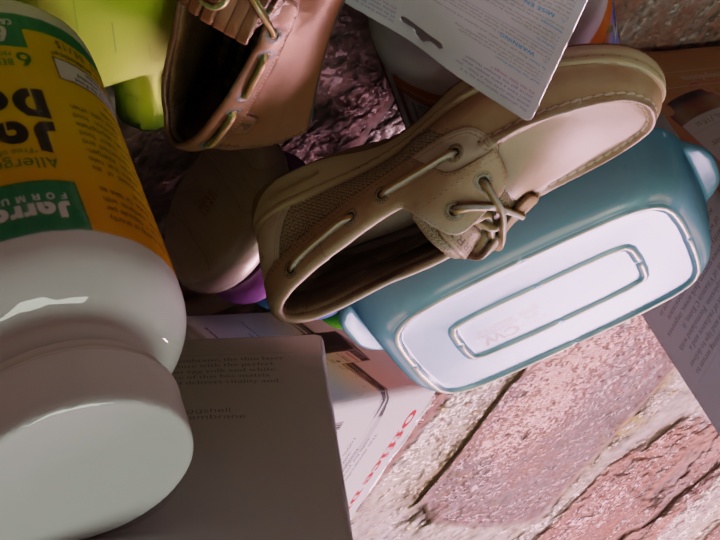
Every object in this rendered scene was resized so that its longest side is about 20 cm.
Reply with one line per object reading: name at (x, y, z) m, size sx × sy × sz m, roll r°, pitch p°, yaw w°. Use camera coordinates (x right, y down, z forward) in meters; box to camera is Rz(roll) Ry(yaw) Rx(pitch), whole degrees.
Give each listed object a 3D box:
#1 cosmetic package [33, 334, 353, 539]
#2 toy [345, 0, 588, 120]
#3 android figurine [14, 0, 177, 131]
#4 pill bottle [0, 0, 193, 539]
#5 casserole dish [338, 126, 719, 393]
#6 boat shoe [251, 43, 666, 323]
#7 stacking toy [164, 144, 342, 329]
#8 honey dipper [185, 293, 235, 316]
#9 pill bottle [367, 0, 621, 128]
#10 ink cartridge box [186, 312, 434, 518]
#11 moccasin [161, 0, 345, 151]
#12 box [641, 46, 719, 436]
cosmetic package at (-0.107, 0.122, 0.706) m, size 0.199 × 0.200 × 0.123 m, roll -1°, pitch 114°, yaw -4°
toy at (0.052, -0.155, 0.628) m, size 0.047 × 0.115 × 0.200 m, roll -50°, pitch 170°, yaw -29°
android figurine at (-0.123, -0.125, 0.700) m, size 0.182 × 0.041 × 0.200 m, roll -17°, pitch 146°, yaw -16°
pill bottle at (-0.131, -0.001, 0.638) m, size 0.113 × 0.200 × 0.113 m, roll -15°, pitch 142°, yaw -12°
casserole dish at (0.086, 0.003, 0.819) m, size 0.200 × 0.039 × 0.121 m, roll -25°, pitch 144°, yaw 11°
boat shoe at (0.044, -0.033, 0.735) m, size 0.200 × 0.065 × 0.071 m, roll -25°, pitch 142°, yaw 24°
stacking toy at (0.000, 0.000, 0.876) m, size 0.200 × 0.085 × 0.085 m, roll 24°, pitch 121°, yaw -36°
honey dipper at (-0.072, 0.014, 0.924) m, size 0.200 × 0.038 × 0.038 m, roll -23°, pitch 146°, yaw -3°
pill bottle at (0.078, -0.079, 0.834) m, size 0.112 × 0.112 × 0.200 m, roll -27°, pitch 146°, yaw -1°
ink cartridge box at (-0.059, 0.102, 0.921) m, size 0.144 × 0.084 × 0.200 m, roll -56°, pitch 160°, yaw 13°
moccasin at (-0.050, -0.120, 0.663) m, size 0.078 × 0.074 × 0.201 m, roll -22°, pitch 157°, yaw -24°
box at (0.233, -0.023, 0.937) m, size 0.152 × 0.200 × 0.106 m, roll -9°, pitch 142°, yaw -27°
